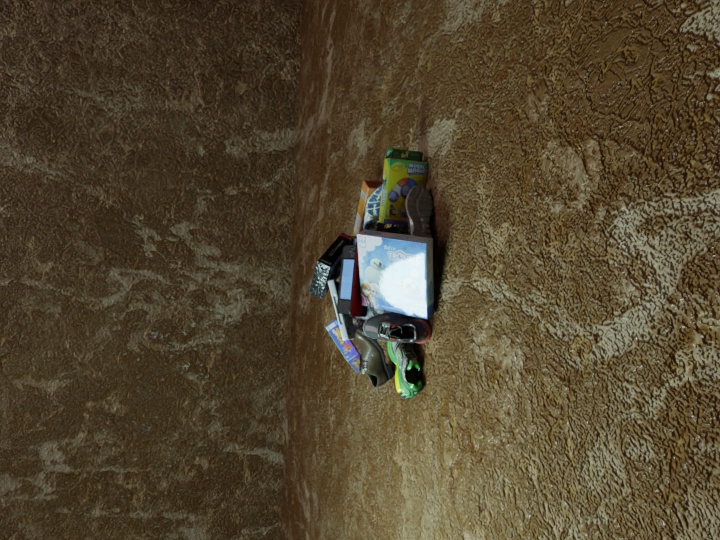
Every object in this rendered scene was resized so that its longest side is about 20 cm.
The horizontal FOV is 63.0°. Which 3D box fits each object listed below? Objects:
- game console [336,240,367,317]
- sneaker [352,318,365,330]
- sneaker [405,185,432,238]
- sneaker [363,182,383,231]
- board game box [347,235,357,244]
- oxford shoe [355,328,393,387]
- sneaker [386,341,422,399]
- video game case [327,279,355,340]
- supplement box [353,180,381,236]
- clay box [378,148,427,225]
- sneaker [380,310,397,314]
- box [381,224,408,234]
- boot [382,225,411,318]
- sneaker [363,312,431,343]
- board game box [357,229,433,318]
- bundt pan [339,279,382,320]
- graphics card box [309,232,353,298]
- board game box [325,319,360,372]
[{"bbox_3d":[-0.034,0.023,1.627,0.171,0.118,0.204,3,86,47],"label":"game console"},{"bbox_3d":[-0.001,0.187,1.945,0.200,0.112,0.074,-174,89,-73],"label":"sneaker"},{"bbox_3d":[0.143,-0.118,1.564,0.112,0.076,0.203,120,154,-67],"label":"sneaker"},{"bbox_3d":[0.045,-0.199,1.758,0.201,0.076,0.086,113,158,-50],"label":"sneaker"},{"bbox_3d":[0.000,0.000,1.871,0.199,0.043,0.204,-159,70,-66],"label":"board game box"},{"bbox_3d":[0.027,0.262,1.725,0.072,0.084,0.202,8,130,56],"label":"oxford shoe"},{"bbox_3d":[0.129,0.236,1.578,0.085,0.077,0.203,-46,52,56],"label":"sneaker"},{"bbox_3d":[-0.055,0.126,1.829,0.200,0.023,0.185,37,-141,-81],"label":"video game case"},{"bbox_3d":[0.028,-0.200,1.998,0.069,0.065,0.203,-116,32,-53],"label":"supplement box"},{"bbox_3d":[0.118,-0.227,1.604,0.048,0.113,0.204,-147,61,-70],"label":"clay box"},{"bbox_3d":[0.071,0.160,1.683,0.201,0.086,0.075,96,152,-62],"label":"sneaker"},{"bbox_3d":[0.099,-0.141,1.775,0.201,0.049,0.161,110,159,-45],"label":"box"},{"bbox_3d":[0.106,0.004,1.574,0.166,0.065,0.202,-110,9,-54],"label":"boot"},{"bbox_3d":[0.083,0.152,1.538,0.197,0.081,0.079,-1,90,33],"label":"sneaker"},{"bbox_3d":[0.089,0.008,1.494,0.197,0.043,0.202,9,114,31],"label":"board game box"},{"bbox_3d":[0.020,0.057,1.737,0.076,0.199,0.206,-14,-68,-64],"label":"bundt pan"},{"bbox_3d":[-0.090,-0.017,1.832,0.200,0.050,0.127,-53,-16,-55],"label":"graphics card box"},{"bbox_3d":[-0.045,0.256,1.964,0.135,0.044,0.200,55,176,23],"label":"board game box"}]
